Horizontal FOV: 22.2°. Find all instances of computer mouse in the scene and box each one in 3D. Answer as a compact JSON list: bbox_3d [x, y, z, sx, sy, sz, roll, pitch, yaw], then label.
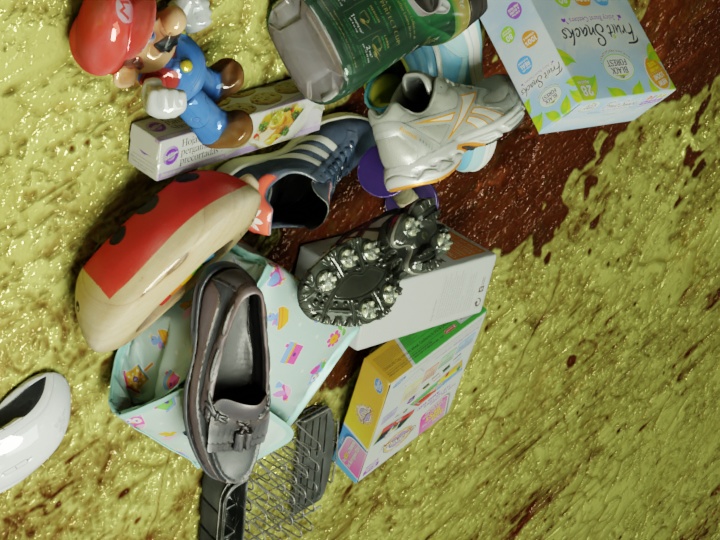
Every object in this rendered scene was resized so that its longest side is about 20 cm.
[{"bbox_3d":[-0.315,0.167,1.570,0.200,0.044,0.110,-44,144,-20],"label":"computer mouse"}]

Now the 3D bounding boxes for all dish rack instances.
[{"bbox_3d":[-0.088,0.233,1.916,0.200,0.054,0.154,-27,137,-39],"label":"dish rack"}]

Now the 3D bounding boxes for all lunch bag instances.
[{"bbox_3d":[-0.122,0.083,1.684,0.200,0.122,0.170,-55,141,-2],"label":"lunch bag"}]

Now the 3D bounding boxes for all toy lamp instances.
[{"bbox_3d":[0.042,-0.076,1.793,0.058,0.058,0.200,-57,167,-2],"label":"toy lamp"}]

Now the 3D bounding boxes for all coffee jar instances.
[{"bbox_3d":[0.020,-0.230,1.632,0.200,0.085,0.105,-31,94,-35],"label":"coffee jar"}]

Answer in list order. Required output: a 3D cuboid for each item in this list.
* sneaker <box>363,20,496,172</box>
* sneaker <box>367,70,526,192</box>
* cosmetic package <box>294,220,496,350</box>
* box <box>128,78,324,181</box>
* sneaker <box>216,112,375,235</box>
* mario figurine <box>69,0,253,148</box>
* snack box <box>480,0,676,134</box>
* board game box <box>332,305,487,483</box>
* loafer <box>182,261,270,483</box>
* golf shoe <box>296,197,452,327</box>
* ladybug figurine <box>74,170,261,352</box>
[{"bbox_3d":[0.061,-0.157,1.773,0.130,0.079,0.201,-39,133,-29],"label":"sneaker"},{"bbox_3d":[0.081,-0.151,1.683,0.200,0.075,0.092,-39,113,-45],"label":"sneaker"},{"bbox_3d":[0.033,0.009,1.849,0.200,0.101,0.072,-16,128,-47],"label":"cosmetic package"},{"bbox_3d":[-0.113,-0.125,1.601,0.199,0.041,0.039,-21,132,-42],"label":"box"},{"bbox_3d":[-0.042,-0.081,1.690,0.200,0.084,0.075,-30,138,-36],"label":"sneaker"},{"bbox_3d":[-0.142,-0.170,1.455,0.106,0.123,0.200,-54,146,2],"label":"mario figurine"},{"bbox_3d":[0.196,-0.238,1.773,0.168,0.201,0.068,-13,163,-49],"label":"snack box"},{"bbox_3d":[0.051,0.125,1.972,0.153,0.040,0.200,-34,157,-32],"label":"board game box"},{"bbox_3d":[-0.109,0.095,1.565,0.072,0.063,0.201,-12,112,-31],"label":"loafer"},{"bbox_3d":[0.000,0.000,1.683,0.200,0.088,0.078,-31,106,-45],"label":"golf shoe"},{"bbox_3d":[-0.168,-0.016,1.563,0.200,0.072,0.136,-43,177,-5],"label":"ladybug figurine"}]
